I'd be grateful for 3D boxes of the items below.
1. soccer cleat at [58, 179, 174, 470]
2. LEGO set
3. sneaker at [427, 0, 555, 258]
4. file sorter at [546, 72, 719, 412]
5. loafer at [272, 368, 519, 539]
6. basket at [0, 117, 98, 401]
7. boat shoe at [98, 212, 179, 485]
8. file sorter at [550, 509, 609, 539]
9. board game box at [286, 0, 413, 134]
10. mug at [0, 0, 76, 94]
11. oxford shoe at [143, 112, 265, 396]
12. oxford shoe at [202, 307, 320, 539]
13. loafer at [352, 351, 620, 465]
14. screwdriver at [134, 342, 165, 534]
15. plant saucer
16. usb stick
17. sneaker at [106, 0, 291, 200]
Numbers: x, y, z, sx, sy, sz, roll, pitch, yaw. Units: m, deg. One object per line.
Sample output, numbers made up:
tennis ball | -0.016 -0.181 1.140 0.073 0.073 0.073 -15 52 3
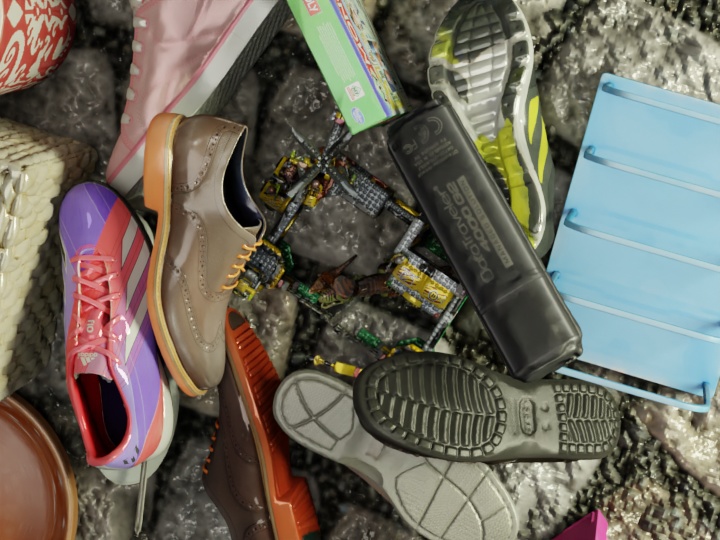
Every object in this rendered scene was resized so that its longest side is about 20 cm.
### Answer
soccer cleat | -0.176 0.038 1.333 0.068 0.073 0.201 -7 95 21
LEGO set | 0.000 0.000 1.352 0.200 0.116 0.154 43 101 3
sneaker | 0.094 -0.096 1.352 0.074 0.085 0.201 -7 76 16
file sorter | 0.202 -0.019 1.316 0.138 0.123 0.201 16 98 7
loafer | 0.029 0.132 1.395 0.199 0.063 0.072 34 95 1
basket | -0.300 -0.016 1.359 0.160 0.200 0.199 16 99 5
boat shoe | -0.176 0.054 1.416 0.070 0.064 0.201 -2 91 -23
file sorter | 0.117 0.287 1.355 0.200 0.139 0.126 -35 91 11
board game box | -0.027 -0.191 1.327 0.029 0.135 0.201 -25 92 11
mug | -0.295 -0.186 1.338 0.177 0.200 0.134 24 100 7
oxford shoe | -0.104 -0.007 1.330 0.072 0.071 0.201 2 109 15
oxford shoe | -0.089 0.128 1.407 0.072 0.071 0.201 -13 94 16
loafer | 0.081 0.106 1.340 0.199 0.071 0.073 11 70 -22
screwdriver | -0.150 0.087 1.385 0.028 0.029 0.201 6 95 -23
plant saucer | -0.309 0.175 1.466 0.199 0.032 0.202 1 96 10
usb stick | 0.081 -0.020 1.281 0.055 0.033 0.201 -32 73 12
sneaker | -0.140 -0.153 1.382 0.104 0.075 0.201 38 97 5
